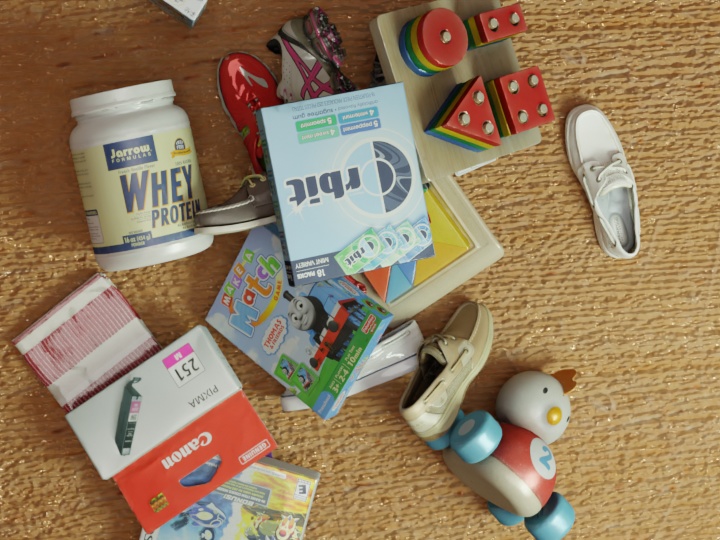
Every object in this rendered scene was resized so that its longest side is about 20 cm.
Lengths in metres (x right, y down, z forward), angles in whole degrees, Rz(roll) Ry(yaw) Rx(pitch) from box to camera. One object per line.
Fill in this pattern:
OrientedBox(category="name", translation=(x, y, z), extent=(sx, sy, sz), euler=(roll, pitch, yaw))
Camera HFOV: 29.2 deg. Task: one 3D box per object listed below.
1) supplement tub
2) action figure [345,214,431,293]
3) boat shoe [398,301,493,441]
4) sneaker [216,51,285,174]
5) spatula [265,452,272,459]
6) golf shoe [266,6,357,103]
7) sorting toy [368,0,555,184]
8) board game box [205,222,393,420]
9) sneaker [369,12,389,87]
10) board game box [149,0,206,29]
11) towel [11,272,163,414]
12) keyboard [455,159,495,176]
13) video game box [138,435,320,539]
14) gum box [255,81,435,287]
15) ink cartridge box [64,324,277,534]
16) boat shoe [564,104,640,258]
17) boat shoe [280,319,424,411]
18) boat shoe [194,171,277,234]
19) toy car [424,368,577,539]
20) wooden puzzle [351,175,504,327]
OrientedBox(category="supplement tub", translation=(-0.259, -0.112, 1.617), extent=(0.143, 0.145, 0.203), euler=(-13, 98, -7))
OrientedBox(category="action figure", translation=(0.000, 0.000, 1.664), extent=(0.198, 0.065, 0.100), euler=(-25, 91, 20))
OrientedBox(category="boat shoe", translation=(0.105, 0.109, 1.687), extent=(0.065, 0.071, 0.201), euler=(47, 50, -28))
OrientedBox(category="sneaker", translation=(-0.112, -0.170, 1.662), extent=(0.076, 0.085, 0.202), euler=(-23, 99, -6))
OrientedBox(category="spatula", translation=(-0.121, 0.306, 1.740), extent=(0.056, 0.021, 0.203), euler=(-13, 99, 2))
OrientedBox(category="golf shoe", translation=(-0.051, -0.211, 1.650), extent=(0.091, 0.072, 0.202), euler=(-26, 65, 18))
OrientedBox(category="sorting toy", translation=(0.131, -0.229, 1.648), extent=(0.197, 0.069, 0.202), euler=(-21, 95, -35))
OrientedBox(category="board game box", translation=(-0.076, 0.056, 1.648), extent=(0.199, 0.036, 0.152), euler=(38, 115, 18))
OrientedBox(category="sneaker", translation=(0.014, -0.206, 1.684), extent=(0.114, 0.075, 0.203), euler=(-11, 98, -4))
OrientedBox(category="board game box", translation=(-0.268, -0.354, 1.598), extent=(0.199, 0.134, 0.034), euler=(34, 91, -9))
OrientedBox(category="towel", translation=(-0.311, 0.122, 1.696), extent=(0.144, 0.023, 0.201), euler=(-37, 98, -1))
OrientedBox(category="keyboard", translation=(0.108, -0.221, 1.727), extent=(0.056, 0.011, 0.202), euler=(-23, 98, -5))
OrientedBox(category="video game box", translation=(-0.168, 0.313, 1.705), extent=(0.197, 0.047, 0.185), euler=(15, 96, 3))
OrientedBox(category="gum box", translation=(-0.017, -0.098, 1.564), extent=(0.168, 0.045, 0.203), euler=(-12, 94, -13))
OrientedBox(category="ink cartridge box", translation=(-0.227, 0.193, 1.663), extent=(0.199, 0.044, 0.175), euler=(-33, 85, 0))
OrientedBox(category="boat shoe", translation=(0.314, -0.112, 1.736), extent=(0.070, 0.069, 0.202), euler=(-21, 97, -4))
OrientedBox(category="boat shoe", translation=(-0.012, 0.117, 1.719), extent=(0.198, 0.073, 0.066), euler=(-20, 94, -16))
OrientedBox(category="boat shoe", translation=(-0.104, -0.086, 1.601), extent=(0.198, 0.072, 0.060), euler=(-15, 102, -23))
OrientedBox(category="toy car", translation=(0.208, 0.193, 1.712), extent=(0.185, 0.176, 0.200), euler=(47, 76, -20))
OrientedBox(category="wooden puzzle", translation=(0.049, -0.047, 1.689), extent=(0.184, 0.037, 0.201), euler=(-34, 102, 21))
